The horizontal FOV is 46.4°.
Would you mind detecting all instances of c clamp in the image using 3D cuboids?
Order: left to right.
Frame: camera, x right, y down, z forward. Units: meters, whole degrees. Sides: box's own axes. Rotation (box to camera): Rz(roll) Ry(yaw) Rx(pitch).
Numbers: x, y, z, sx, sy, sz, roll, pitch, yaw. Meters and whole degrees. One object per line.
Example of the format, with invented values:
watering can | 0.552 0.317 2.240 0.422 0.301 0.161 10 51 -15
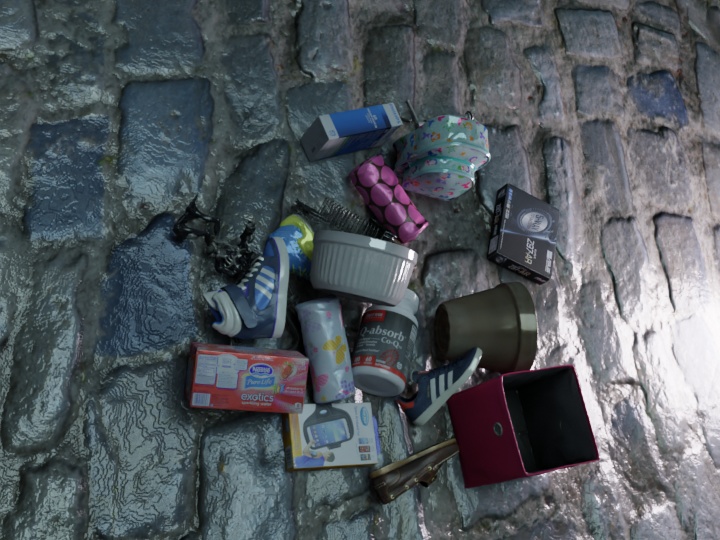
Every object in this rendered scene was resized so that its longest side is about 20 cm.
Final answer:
c clamp | -0.176 0.114 1.586 0.200 0.027 0.171 -41 105 -34
c clamp | 0.219 -0.339 2.009 0.200 0.027 0.171 -8 74 -31

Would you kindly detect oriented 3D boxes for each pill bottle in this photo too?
pill bottle | 0.050 0.137 1.662 0.116 0.116 0.200 25 59 -18

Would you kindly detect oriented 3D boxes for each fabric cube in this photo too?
fabric cube | 0.320 0.315 1.689 0.200 0.199 0.197 -2 72 -30

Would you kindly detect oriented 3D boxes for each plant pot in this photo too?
plant pot | 0.251 0.123 1.754 0.173 0.200 0.200 0 69 -11

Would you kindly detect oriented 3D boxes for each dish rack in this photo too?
dish rack | -0.035 -0.103 1.700 0.200 0.153 0.055 27 95 -18

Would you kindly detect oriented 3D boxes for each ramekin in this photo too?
ramekin | 0.000 0.000 1.563 0.200 0.200 0.105 15 83 -24

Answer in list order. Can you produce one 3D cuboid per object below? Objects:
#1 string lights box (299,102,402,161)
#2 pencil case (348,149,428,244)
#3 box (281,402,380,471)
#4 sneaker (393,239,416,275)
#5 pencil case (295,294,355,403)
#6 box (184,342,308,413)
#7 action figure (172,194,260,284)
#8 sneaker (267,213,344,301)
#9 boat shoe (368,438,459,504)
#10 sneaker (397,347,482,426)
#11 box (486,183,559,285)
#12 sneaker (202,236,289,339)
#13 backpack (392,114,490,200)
string lights box | -0.019 -0.299 1.812 0.200 0.103 0.059 -18 79 -34
pencil case | 0.066 -0.154 1.814 0.200 0.091 0.094 57 38 0
box | -0.047 0.311 1.581 0.200 0.041 0.119 2 69 -26
sneaker | 0.088 -0.014 1.718 0.075 0.071 0.200 30 16 -21
pencil case | -0.067 0.149 1.581 0.083 0.091 0.200 -11 89 -35
box | -0.201 0.187 1.478 0.200 0.095 0.103 6 93 -18
action figure | -0.250 -0.051 1.582 0.200 0.102 0.119 35 46 -11
sneaker | -0.114 -0.008 1.669 0.105 0.076 0.200 -32 87 -16
boat shoe | 0.111 0.387 1.620 0.200 0.070 0.070 -19 73 -25
sneaker | 0.153 0.214 1.668 0.085 0.075 0.200 43 93 4
box | 0.387 -0.086 1.988 0.160 0.044 0.200 25 59 -18
sneaker | -0.211 0.026 1.522 0.146 0.081 0.201 7 71 -21
backpack | 0.183 -0.250 1.838 0.177 0.200 0.151 12 61 -31
